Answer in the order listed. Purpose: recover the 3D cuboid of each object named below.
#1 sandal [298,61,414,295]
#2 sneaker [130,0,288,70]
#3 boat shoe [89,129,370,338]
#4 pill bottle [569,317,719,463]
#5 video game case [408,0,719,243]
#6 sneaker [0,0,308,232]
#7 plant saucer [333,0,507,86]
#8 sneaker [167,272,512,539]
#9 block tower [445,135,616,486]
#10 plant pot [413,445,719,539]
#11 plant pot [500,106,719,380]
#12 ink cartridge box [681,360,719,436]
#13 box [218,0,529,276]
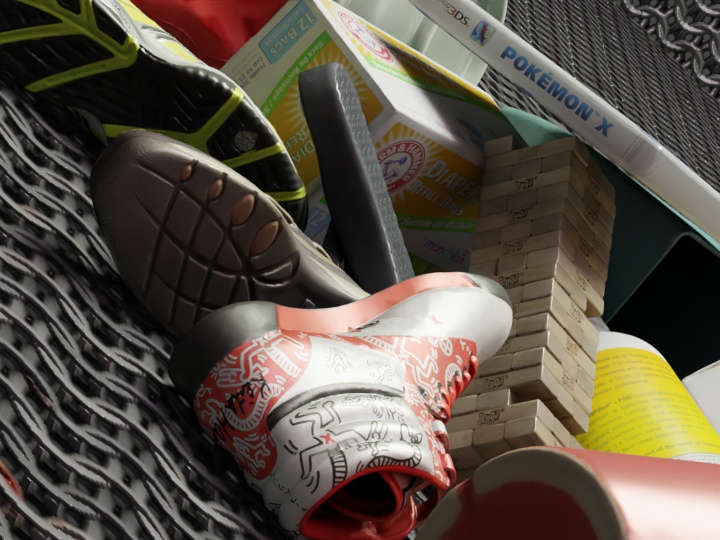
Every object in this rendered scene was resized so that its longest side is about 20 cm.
[{"bbox_3d":[0.000,0.000,1.375,0.076,0.043,0.200,20,53,-78],"label":"sandal"},{"bbox_3d":[-0.098,-0.169,1.517,0.200,0.116,0.078,31,19,-46],"label":"sneaker"},{"bbox_3d":[-0.061,-0.004,1.269,0.200,0.074,0.073,45,0,-44],"label":"boat shoe"},{"bbox_3d":[0.133,0.102,1.437,0.104,0.104,0.200,32,19,-44],"label":"pill bottle"},{"bbox_3d":[0.132,-0.074,1.506,0.182,0.022,0.200,41,6,33],"label":"video game case"},{"bbox_3d":[-0.099,-0.086,1.363,0.200,0.075,0.076,45,14,-9],"label":"sneaker"},{"bbox_3d":[0.036,-0.135,1.612,0.050,0.200,0.200,27,7,21],"label":"plant saucer"},{"bbox_3d":[0.016,0.063,1.218,0.201,0.067,0.108,-5,51,-48],"label":"sneaker"},{"bbox_3d":[0.087,0.023,1.414,0.054,0.058,0.200,47,40,-43],"label":"block tower"},{"bbox_3d":[0.116,0.157,1.081,0.177,0.201,0.201,22,25,-34],"label":"plant pot"},{"bbox_3d":[0.131,0.002,1.665,0.141,0.141,0.200,32,13,-43],"label":"plant pot"},{"bbox_3d":[0.249,0.151,1.513,0.145,0.083,0.200,-118,-173,-48],"label":"ink cartridge box"},{"bbox_3d":[0.010,-0.054,1.512,0.200,0.112,0.101,24,25,-54],"label":"box"}]
